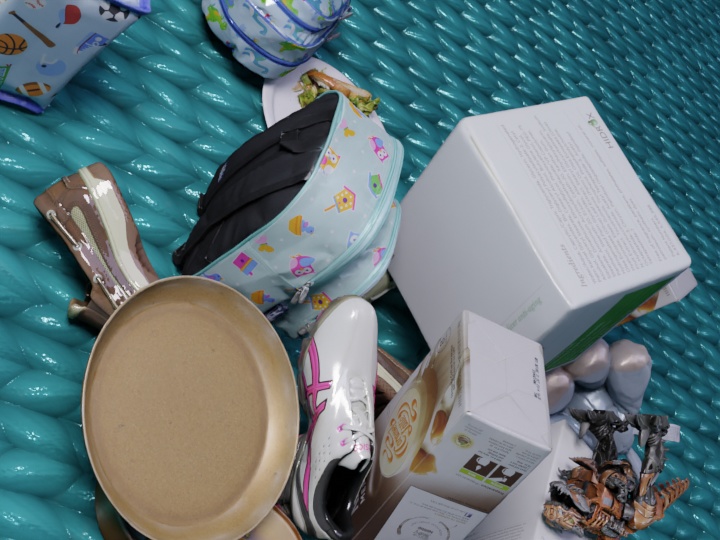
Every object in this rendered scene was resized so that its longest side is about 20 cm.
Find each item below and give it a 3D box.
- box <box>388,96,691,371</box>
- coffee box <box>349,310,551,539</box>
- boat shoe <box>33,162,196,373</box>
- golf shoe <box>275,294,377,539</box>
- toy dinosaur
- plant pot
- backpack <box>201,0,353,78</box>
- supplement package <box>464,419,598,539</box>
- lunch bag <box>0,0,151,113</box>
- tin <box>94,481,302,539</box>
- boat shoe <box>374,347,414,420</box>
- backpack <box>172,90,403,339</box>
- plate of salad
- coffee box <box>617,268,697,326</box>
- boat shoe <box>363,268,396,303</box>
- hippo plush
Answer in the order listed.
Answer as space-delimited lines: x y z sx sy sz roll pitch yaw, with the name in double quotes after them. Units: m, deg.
0.154 -0.020 0.954 0.170 0.199 0.201 -14 67 -34 "box"
0.068 0.149 0.839 0.079 0.201 0.115 24 37 -14 "coffee box"
-0.196 0.022 0.799 0.074 0.075 0.204 -25 94 -17 "boat shoe"
-0.012 0.123 0.836 0.072 0.092 0.203 7 97 -40 "golf shoe"
0.247 0.205 0.975 0.199 0.101 0.138 14 78 -59 "toy dinosaur"
-0.127 0.106 0.757 0.199 0.027 0.203 15 69 -45 "plant pot"
-0.087 -0.295 1.069 0.163 0.153 0.201 49 50 -19 "backpack"
0.174 0.272 1.003 0.120 0.121 0.201 47 40 -16 "supplement package"
-0.257 -0.258 0.811 0.123 0.169 0.202 14 56 -46 "lunch bag"
-0.119 0.206 0.780 0.200 0.042 0.112 48 43 -15 "tin"
0.049 0.125 0.977 0.203 0.074 0.075 52 55 -28 "boat shoe"
-0.048 -0.050 0.879 0.153 0.200 0.177 34 44 -17 "backpack"
-0.024 -0.154 1.109 0.199 0.048 0.202 28 48 -36 "plate of salad"
0.288 0.015 1.231 0.079 0.199 0.115 -25 85 -51 "coffee box"
0.000 0.000 1.026 0.199 0.062 0.073 -25 86 -51 "boat shoe"
0.249 0.120 1.141 0.198 0.161 0.161 17 22 -19 "hippo plush"
